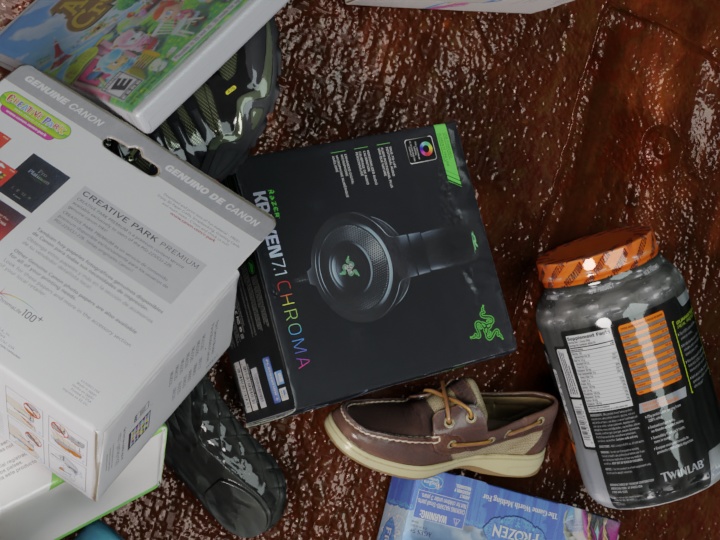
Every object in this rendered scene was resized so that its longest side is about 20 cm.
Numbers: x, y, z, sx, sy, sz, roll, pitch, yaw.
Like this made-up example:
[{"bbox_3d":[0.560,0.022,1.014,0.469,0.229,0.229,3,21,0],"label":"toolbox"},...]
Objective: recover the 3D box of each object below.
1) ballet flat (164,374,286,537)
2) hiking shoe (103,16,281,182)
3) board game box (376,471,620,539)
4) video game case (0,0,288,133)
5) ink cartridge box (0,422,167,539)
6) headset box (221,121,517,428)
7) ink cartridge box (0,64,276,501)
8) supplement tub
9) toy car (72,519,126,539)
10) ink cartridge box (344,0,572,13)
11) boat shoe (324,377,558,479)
[{"bbox_3d":[-0.121,0.102,0.994,0.066,0.057,0.201,-28,104,19],"label":"ballet flat"},{"bbox_3d":[-0.123,-0.094,0.900,0.100,0.076,0.202,25,88,-29],"label":"hiking shoe"},{"bbox_3d":[0.095,0.269,1.095,0.198,0.043,0.201,18,82,-25],"label":"board game box"},{"bbox_3d":[-0.126,-0.184,0.920,0.200,0.181,0.022,-47,136,-19],"label":"video game case"},{"bbox_3d":[-0.229,0.067,0.861,0.144,0.084,0.201,-25,64,-25],"label":"ink cartridge box"},{"bbox_3d":[0.000,0.000,1.004,0.198,0.093,0.176,-12,84,-30],"label":"headset box"},{"bbox_3d":[-0.175,-0.001,0.814,0.199,0.084,0.176,33,55,11],"label":"ink cartridge box"},{"bbox_3d":[0.211,0.075,1.112,0.121,0.122,0.202,-21,99,-25],"label":"supplement tub"},{"bbox_3d":[-0.142,0.297,0.867,0.185,0.199,0.177,-49,138,-13],"label":"toy car"},{"bbox_3d":[0.076,-0.268,1.046,0.198,0.125,0.130,-2,90,-26],"label":"ink cartridge box"},{"bbox_3d":[0.067,0.109,1.054,0.198,0.072,0.073,9,118,-30],"label":"boat shoe"}]
